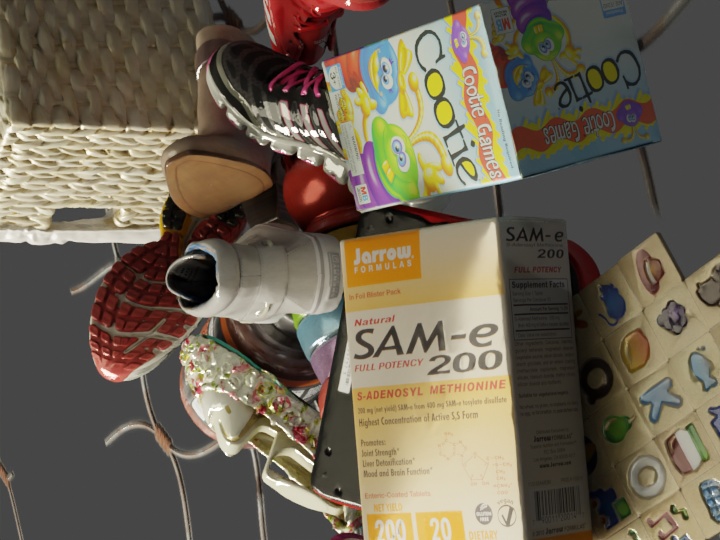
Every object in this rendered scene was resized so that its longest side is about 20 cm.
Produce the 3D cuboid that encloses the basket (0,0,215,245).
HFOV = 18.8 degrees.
[{"bbox_3d":[-0.220,-0.141,1.720,0.161,0.198,0.200,124,141,-53],"label":"basket"}]

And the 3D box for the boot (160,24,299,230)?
[{"bbox_3d":[-0.097,-0.111,1.579,0.200,0.070,0.147,38,-141,-63],"label":"boot"}]

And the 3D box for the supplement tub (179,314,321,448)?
[{"bbox_3d":[-0.066,0.054,1.670,0.107,0.107,0.200,65,151,18],"label":"supplement tub"}]

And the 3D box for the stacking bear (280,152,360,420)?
[{"bbox_3d":[0.000,0.000,1.526,0.114,0.121,0.200,-43,57,52],"label":"stacking bear"}]

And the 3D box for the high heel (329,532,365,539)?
[{"bbox_3d":[0.002,0.244,1.629,0.096,0.067,0.200,30,165,44],"label":"high heel"}]

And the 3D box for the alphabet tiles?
[{"bbox_3d":[0.165,0.083,1.272,0.200,0.006,0.167,-40,66,34],"label":"alphabet tiles"}]

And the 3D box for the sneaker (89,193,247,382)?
[{"bbox_3d":[-0.135,0.016,1.609,0.078,0.200,0.082,22,136,12],"label":"sneaker"}]

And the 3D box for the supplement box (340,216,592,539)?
[{"bbox_3d":[0.062,0.073,1.307,0.126,0.073,0.200,-9,85,40],"label":"supplement box"}]

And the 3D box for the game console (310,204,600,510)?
[{"bbox_3d":[0.059,0.068,1.382,0.177,0.031,0.200,13,94,34],"label":"game console"}]

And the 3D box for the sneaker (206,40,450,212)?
[{"bbox_3d":[-0.017,-0.116,1.483,0.200,0.074,0.088,33,134,21],"label":"sneaker"}]

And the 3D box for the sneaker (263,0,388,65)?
[{"bbox_3d":[-0.018,-0.189,1.506,0.200,0.078,0.116,-128,24,-58],"label":"sneaker"}]

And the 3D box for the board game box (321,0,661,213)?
[{"bbox_3d":[0.075,-0.104,1.323,0.200,0.105,0.103,-9,96,62],"label":"board game box"}]

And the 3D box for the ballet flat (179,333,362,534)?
[{"bbox_3d":[-0.062,0.121,1.589,0.200,0.064,0.076,34,148,11],"label":"ballet flat"}]

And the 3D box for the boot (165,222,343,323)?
[{"bbox_3d":[-0.087,0.000,1.480,0.200,0.095,0.074,170,100,-69],"label":"boot"}]
